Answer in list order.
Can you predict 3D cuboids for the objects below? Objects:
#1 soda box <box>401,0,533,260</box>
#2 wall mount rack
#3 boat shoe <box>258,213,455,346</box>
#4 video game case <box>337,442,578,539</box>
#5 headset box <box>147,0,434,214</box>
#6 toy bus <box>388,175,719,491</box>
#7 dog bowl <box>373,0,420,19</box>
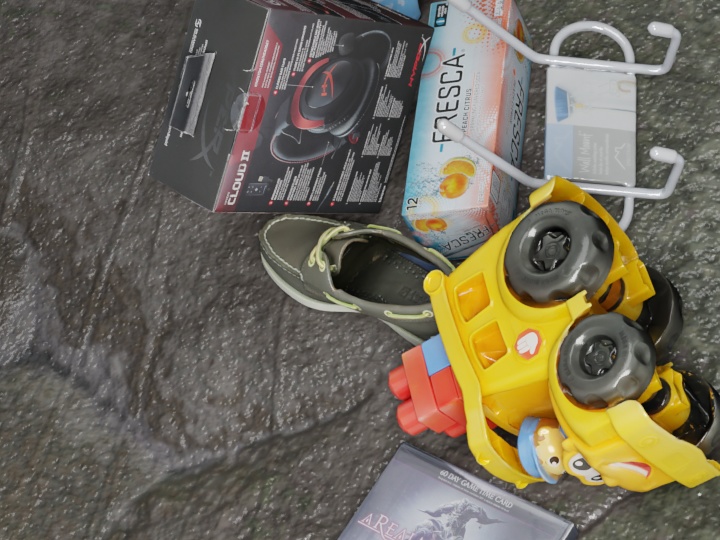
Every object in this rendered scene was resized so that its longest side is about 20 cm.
[{"bbox_3d":[0.080,-0.106,1.455,0.068,0.064,0.201,-5,55,21],"label":"soda box"},{"bbox_3d":[0.140,-0.121,1.408,0.173,0.075,0.201,6,57,-1],"label":"wall mount rack"},{"bbox_3d":[0.002,-0.002,1.419,0.201,0.060,0.072,24,69,35],"label":"boat shoe"},{"bbox_3d":[0.030,0.219,1.279,0.142,0.019,0.200,23,69,34],"label":"video game case"},{"bbox_3d":[-0.054,-0.121,1.408,0.075,0.200,0.149,28,110,37],"label":"headset box"},{"bbox_3d":[0.115,0.072,1.283,0.192,0.136,0.201,-32,51,18],"label":"toy bus"},{"bbox_3d":[0.028,-0.266,1.601,0.200,0.050,0.111,-47,52,-12],"label":"dog bowl"}]
